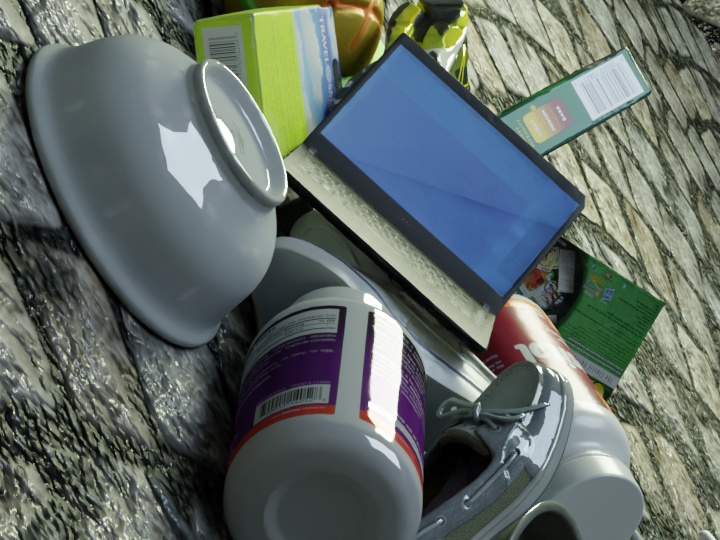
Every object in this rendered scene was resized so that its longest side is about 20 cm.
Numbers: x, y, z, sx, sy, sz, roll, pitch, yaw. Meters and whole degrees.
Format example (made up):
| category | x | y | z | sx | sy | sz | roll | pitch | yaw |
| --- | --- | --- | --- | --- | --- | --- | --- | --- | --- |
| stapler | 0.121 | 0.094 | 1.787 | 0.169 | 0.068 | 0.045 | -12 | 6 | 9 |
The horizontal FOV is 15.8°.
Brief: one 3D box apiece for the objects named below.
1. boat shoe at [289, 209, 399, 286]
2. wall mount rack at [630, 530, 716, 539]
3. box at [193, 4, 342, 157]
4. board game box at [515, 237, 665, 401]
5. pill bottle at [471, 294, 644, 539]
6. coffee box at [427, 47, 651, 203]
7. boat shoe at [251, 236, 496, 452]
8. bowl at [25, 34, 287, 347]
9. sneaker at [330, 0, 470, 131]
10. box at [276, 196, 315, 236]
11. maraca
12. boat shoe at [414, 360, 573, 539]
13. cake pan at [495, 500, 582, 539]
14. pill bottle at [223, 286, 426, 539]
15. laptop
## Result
| category | x | y | z | sx | sy | sz | roll | pitch | yaw |
| --- | --- | --- | --- | --- | --- | --- | --- | --- | --- |
| boat shoe | -0.004 | 0.047 | 1.698 | 0.067 | 0.073 | 0.200 | 23 | 43 | -66 |
| wall mount rack | 0.197 | 0.207 | 1.980 | 0.174 | 0.075 | 0.200 | 41 | -26 | 31 |
| box | -0.059 | -0.118 | 1.769 | 0.200 | 0.048 | 0.122 | -28 | 113 | -74 |
| board game box | 0.138 | 0.027 | 1.943 | 0.200 | 0.105 | 0.023 | 31 | -2 | -39 |
| pill bottle | 0.121 | 0.114 | 1.833 | 0.113 | 0.113 | 0.200 | 48 | 8 | -42 |
| coffee box | 0.102 | -0.091 | 1.871 | 0.200 | 0.123 | 0.044 | -30 | 92 | -31 |
| boat shoe | 0.016 | 0.042 | 1.646 | 0.200 | 0.071 | 0.070 | 37 | 32 | -8 |
| bowl | -0.105 | -0.063 | 1.534 | 0.201 | 0.090 | 0.201 | 55 | 17 | -26 |
| sneaker | 0.041 | -0.117 | 1.861 | 0.200 | 0.074 | 0.085 | -58 | 140 | -46 |
| box | 0.000 | 0.000 | 1.857 | 0.121 | 0.032 | 0.200 | 63 | 15 | 2 |
| maraca | -0.032 | -0.186 | 1.909 | 0.200 | 0.107 | 0.137 | 56 | 40 | -5 |
| boat shoe | 0.055 | 0.127 | 1.557 | 0.074 | 0.202 | 0.065 | 12 | -34 | 53 |
| cake pan | 0.093 | 0.241 | 1.607 | 0.200 | 0.037 | 0.201 | 5 | 90 | -65 |
| pill bottle | -0.018 | 0.090 | 1.516 | 0.113 | 0.112 | 0.200 | 56 | 17 | -22 |
| laptop | 0.051 | -0.055 | 1.703 | 0.177 | 0.103 | 0.200 | 41 | 10 | -1 |
